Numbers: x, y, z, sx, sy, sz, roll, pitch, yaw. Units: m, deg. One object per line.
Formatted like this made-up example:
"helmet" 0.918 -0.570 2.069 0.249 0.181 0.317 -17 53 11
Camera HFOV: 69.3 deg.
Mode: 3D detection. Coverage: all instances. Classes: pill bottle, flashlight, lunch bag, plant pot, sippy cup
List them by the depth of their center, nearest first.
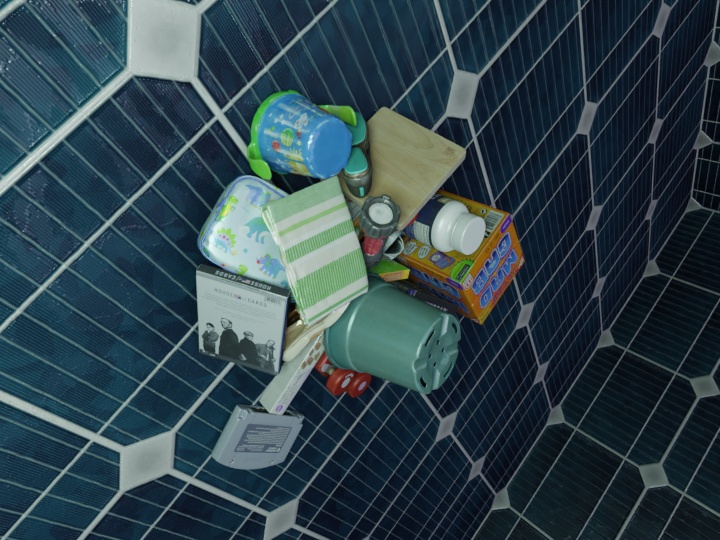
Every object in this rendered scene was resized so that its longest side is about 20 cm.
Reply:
"sippy cup" -0.088 -0.211 0.847 0.139 0.130 0.179 27 92 -50
"lunch bag" -0.150 -0.054 0.857 0.199 0.082 0.162 30 87 -22
"flashlight" 0.020 -0.056 0.905 0.200 0.067 0.068 113 -7 -66
"plant pot" 0.069 0.125 0.978 0.200 0.195 0.202 -23 122 -44
"pill bottle" 0.164 -0.107 1.126 0.111 0.199 0.112 -25 129 -36

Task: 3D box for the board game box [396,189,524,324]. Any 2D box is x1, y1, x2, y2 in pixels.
"board game box" 0.240 -0.033 1.250 0.201 0.199 0.200 -52 141 -12

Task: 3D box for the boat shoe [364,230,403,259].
"boat shoe" 0.052 -0.055 1.078 0.070 0.071 0.201 -48 170 -4

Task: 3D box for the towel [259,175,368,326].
"towel" -0.065 -0.032 0.834 0.152 0.023 0.202 -28 107 -34

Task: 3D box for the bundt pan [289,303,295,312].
"bundt pan" -0.138 0.088 1.010 0.201 0.076 0.203 -24 127 -36

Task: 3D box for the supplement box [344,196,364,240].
"supplement box" 0.007 -0.128 1.041 0.200 0.069 0.067 -47 152 -15

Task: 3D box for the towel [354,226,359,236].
"towel" -0.113 -0.045 0.933 0.199 0.031 0.150 22 88 -23

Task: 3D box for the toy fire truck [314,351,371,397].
"toy fire truck" -0.023 0.172 1.130 0.169 0.112 0.200 -55 150 3

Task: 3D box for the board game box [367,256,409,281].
"board game box" 0.000 0.000 1.082 0.199 0.095 0.030 -5 115 -41

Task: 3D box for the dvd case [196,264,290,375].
"dvd case" -0.196 0.088 0.862 0.025 0.149 0.201 -71 176 -49

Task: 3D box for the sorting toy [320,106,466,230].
"sorting toy" 0.060 -0.183 0.983 0.199 0.199 0.070 -48 156 -16

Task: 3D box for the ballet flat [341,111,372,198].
"ballet flat" -0.012 -0.200 0.919 0.067 0.201 0.069 -9 136 6

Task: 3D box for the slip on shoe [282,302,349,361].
"slip on shoe" -0.088 0.074 0.918 0.200 0.076 0.061 -43 110 13

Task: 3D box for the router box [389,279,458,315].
"router box" 0.111 0.056 1.197 0.199 0.157 0.053 20 96 -50

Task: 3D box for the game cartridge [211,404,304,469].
"game cartridge" -0.217 0.357 1.110 0.200 0.041 0.134 28 87 -51

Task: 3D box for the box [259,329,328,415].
"box" -0.118 0.181 0.996 0.201 0.041 0.039 -57 142 1
